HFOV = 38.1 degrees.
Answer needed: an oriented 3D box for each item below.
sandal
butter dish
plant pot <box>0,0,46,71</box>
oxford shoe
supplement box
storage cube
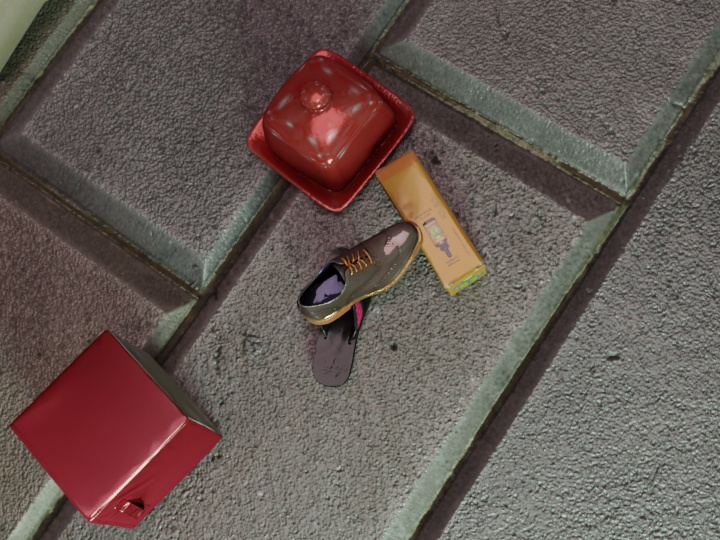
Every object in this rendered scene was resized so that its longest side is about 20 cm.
[{"bbox_3d":[-0.028,0.062,1.461,0.074,0.045,0.202,5,76,11],"label":"sandal"},{"bbox_3d":[-0.053,-0.223,1.489,0.199,0.148,0.200,38,83,16],"label":"butter dish"},{"bbox_3d":[-0.591,-0.413,1.621,0.199,0.200,0.185,27,92,15],"label":"plant pot"},{"bbox_3d":[0.000,0.000,1.409,0.200,0.073,0.071,-40,72,0],"label":"oxford shoe"},{"bbox_3d":[0.099,-0.066,1.465,0.066,0.069,0.201,-30,71,1],"label":"supplement box"},{"bbox_3d":[-0.321,0.218,1.403,0.200,0.171,0.180,43,84,18],"label":"storage cube"}]
